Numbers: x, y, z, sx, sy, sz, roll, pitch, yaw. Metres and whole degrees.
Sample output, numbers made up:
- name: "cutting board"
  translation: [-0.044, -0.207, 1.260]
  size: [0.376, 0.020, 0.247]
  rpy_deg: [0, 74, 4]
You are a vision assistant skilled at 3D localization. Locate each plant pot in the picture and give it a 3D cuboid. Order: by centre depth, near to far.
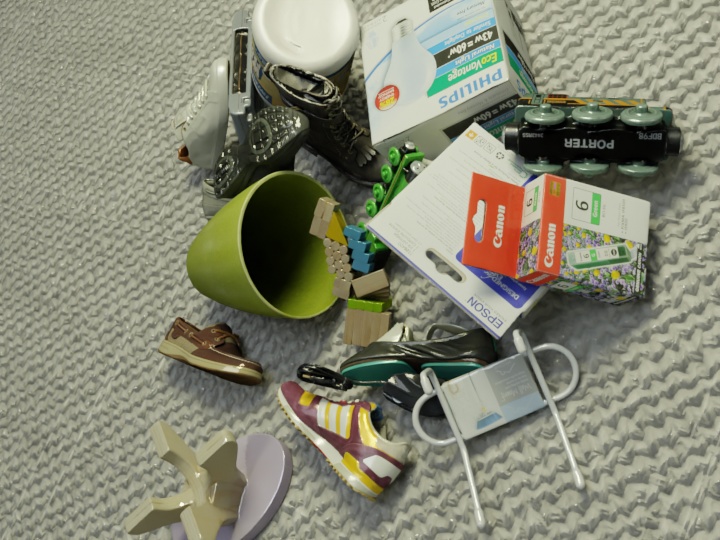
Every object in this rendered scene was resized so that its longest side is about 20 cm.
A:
- name: "plant pot"
  translation: [-0.145, -0.021, 1.316]
  size: [0.198, 0.186, 0.190]
  rpy_deg: [-10, 61, 47]

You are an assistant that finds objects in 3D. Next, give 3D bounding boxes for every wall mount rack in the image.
- name: "wall mount rack"
  translation: [0.152, 0.167, 1.056]
  size: [0.198, 0.074, 0.176]
  rpy_deg: [-25, 86, 15]

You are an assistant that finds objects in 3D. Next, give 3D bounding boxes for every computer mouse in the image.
- name: "computer mouse"
  translation: [0.018, 0.141, 1.146]
  size: [0.196, 0.059, 0.035]
  rpy_deg: [7, 60, 14]

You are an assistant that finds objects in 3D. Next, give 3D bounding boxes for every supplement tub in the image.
- name: "supplement tub"
  translation: [-0.080, -0.301, 1.357]
  size: [0.142, 0.200, 0.147]
  rpy_deg: [2, 76, -6]

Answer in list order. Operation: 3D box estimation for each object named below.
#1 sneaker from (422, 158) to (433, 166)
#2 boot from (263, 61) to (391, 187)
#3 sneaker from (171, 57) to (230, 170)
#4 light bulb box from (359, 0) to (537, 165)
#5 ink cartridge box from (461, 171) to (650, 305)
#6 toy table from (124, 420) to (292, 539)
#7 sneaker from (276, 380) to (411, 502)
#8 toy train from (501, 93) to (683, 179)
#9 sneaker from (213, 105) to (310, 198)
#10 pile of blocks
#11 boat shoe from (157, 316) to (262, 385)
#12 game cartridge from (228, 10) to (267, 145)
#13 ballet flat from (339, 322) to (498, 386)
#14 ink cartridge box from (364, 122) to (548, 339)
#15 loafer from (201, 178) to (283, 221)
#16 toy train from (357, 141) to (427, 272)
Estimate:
- name: "sneaker"
  translation: [0.122, -0.072, 1.181]
  size: [0.075, 0.100, 0.199]
  rpy_deg: [-46, 49, -8]
- name: "boot"
  translation: [-0.029, -0.189, 1.272]
  size: [0.197, 0.174, 0.070]
  rpy_deg: [24, 77, 12]
- name: "sneaker"
  translation: [-0.239, -0.231, 1.462]
  size: [0.202, 0.083, 0.074]
  rpy_deg: [109, 163, -44]
- name: "light bulb box"
  translation: [0.114, -0.246, 1.258]
  size: [0.196, 0.124, 0.203]
  rpy_deg: [-23, 55, 25]
- name: "ink cartridge box"
  translation: [0.210, -0.039, 1.041]
  size: [0.050, 0.197, 0.111]
  rpy_deg: [150, 131, -67]
- name: "toy table"
  translation: [-0.194, 0.275, 1.231]
  size: [0.201, 0.117, 0.184]
  rpy_deg: [-51, 49, 5]
- name: "sneaker"
  translation: [-0.019, 0.185, 1.185]
  size: [0.090, 0.075, 0.200]
  rpy_deg: [-46, 55, -3]
- name: "toy train"
  translation: [0.261, -0.158, 1.103]
  size: [0.196, 0.087, 0.114]
  rpy_deg: [3, 28, 14]
- name: "sneaker"
  translation: [-0.117, -0.151, 1.296]
  size: [0.199, 0.090, 0.077]
  rpy_deg: [-29, 57, 48]
- name: "pile of blocks"
  translation: [0.000, 0.000, 1.232]
  size: [0.081, 0.062, 0.203]
  rpy_deg: [-16, 93, 20]
- name: "boat shoe"
  translation: [-0.203, 0.105, 1.353]
  size: [0.198, 0.072, 0.073]
  rpy_deg: [11, 76, 45]
- name: "game cartridge"
  translation: [-0.166, -0.270, 1.467]
  size: [0.041, 0.134, 0.203]
  rpy_deg: [-3, 58, 1]
- name: "ballet flat"
  translation: [0.071, 0.099, 1.165]
  size: [0.197, 0.068, 0.069]
  rpy_deg: [-4, 55, 23]
- name: "ink cartridge box"
  translation: [0.138, -0.044, 1.102]
  size: [0.197, 0.047, 0.200]
  rpy_deg: [40, 69, 16]
- name: "loafer"
  translation: [-0.156, -0.111, 1.415]
  size: [0.197, 0.070, 0.071]
  rpy_deg: [-4, 110, 34]
- name: "toy train"
  translation: [0.036, -0.074, 1.219]
  size: [0.057, 0.041, 0.201]
  rpy_deg: [58, 143, 29]
